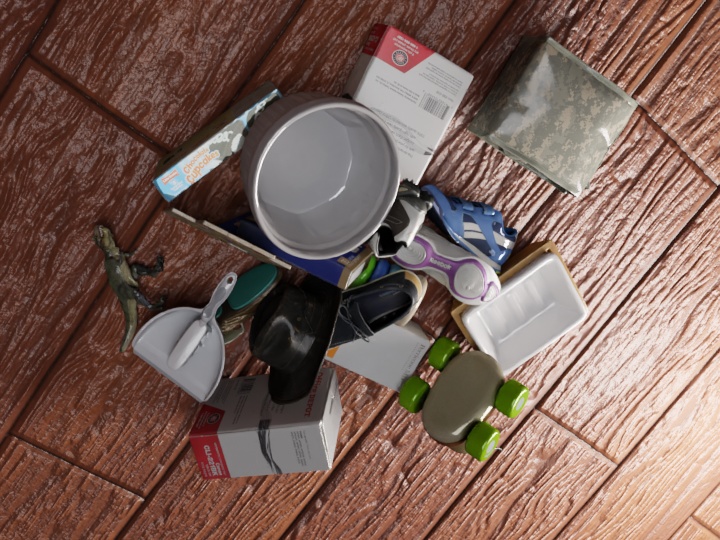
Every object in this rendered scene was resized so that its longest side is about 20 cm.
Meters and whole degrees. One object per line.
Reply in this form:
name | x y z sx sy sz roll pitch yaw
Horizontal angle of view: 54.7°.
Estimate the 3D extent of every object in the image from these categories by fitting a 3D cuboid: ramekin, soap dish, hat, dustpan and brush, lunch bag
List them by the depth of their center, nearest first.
ramekin | -0.058 -0.127 0.875 0.197 0.105 0.203 -14 123 -23
hat | -0.108 0.082 0.981 0.080 0.201 0.202 24 104 -30
dustpan and brush | -0.229 0.081 0.987 0.139 0.057 0.201 36 97 -3
lunch bag | 0.289 -0.223 1.027 0.198 0.118 0.165 28 101 -16
soap dish | 0.258 0.062 1.144 0.199 0.081 0.158 -36 114 1

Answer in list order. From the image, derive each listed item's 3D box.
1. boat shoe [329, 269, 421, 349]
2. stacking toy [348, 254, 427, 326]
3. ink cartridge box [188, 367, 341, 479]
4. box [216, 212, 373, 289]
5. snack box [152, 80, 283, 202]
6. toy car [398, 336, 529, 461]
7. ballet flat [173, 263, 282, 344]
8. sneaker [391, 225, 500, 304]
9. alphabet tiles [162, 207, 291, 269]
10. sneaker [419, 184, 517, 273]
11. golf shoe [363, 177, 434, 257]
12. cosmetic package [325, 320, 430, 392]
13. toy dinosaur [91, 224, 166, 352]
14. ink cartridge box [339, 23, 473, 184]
boat shoe | -0.002 0.064 1.002 0.198 0.062 0.075 -27 108 15
stacking toy | 0.000 0.000 1.056 0.198 0.085 0.086 31 101 -5
ink cartridge box | -0.134 0.226 1.042 0.196 0.145 0.085 -8 114 10
box | -0.088 -0.043 0.961 0.197 0.121 0.033 24 110 8
snack box | -0.187 -0.177 0.930 0.199 0.116 0.037 -36 114 2
toy car | 0.179 0.235 1.138 0.158 0.163 0.201 -50 146 -15
ballet flat | -0.189 0.066 1.054 0.199 0.068 0.073 -37 134 2
sneaker | 0.130 -0.022 1.065 0.198 0.100 0.075 31 112 -12
alphabet tiles | -0.182 -0.044 0.939 0.166 0.200 0.008 28 84 -21
sneaker | 0.167 -0.079 1.078 0.199 0.074 0.083 37 96 -30
golf shoe | 0.017 -0.064 0.975 0.077 0.199 0.096 24 73 -25
cosmetic package | 0.000 0.102 1.104 0.198 0.071 0.102 26 102 -21
toy dinosaur | -0.328 0.022 1.011 0.086 0.048 0.203 -4 112 4
ink cartridge box | 0.044 -0.221 0.987 0.143 0.084 0.202 23 103 -21
